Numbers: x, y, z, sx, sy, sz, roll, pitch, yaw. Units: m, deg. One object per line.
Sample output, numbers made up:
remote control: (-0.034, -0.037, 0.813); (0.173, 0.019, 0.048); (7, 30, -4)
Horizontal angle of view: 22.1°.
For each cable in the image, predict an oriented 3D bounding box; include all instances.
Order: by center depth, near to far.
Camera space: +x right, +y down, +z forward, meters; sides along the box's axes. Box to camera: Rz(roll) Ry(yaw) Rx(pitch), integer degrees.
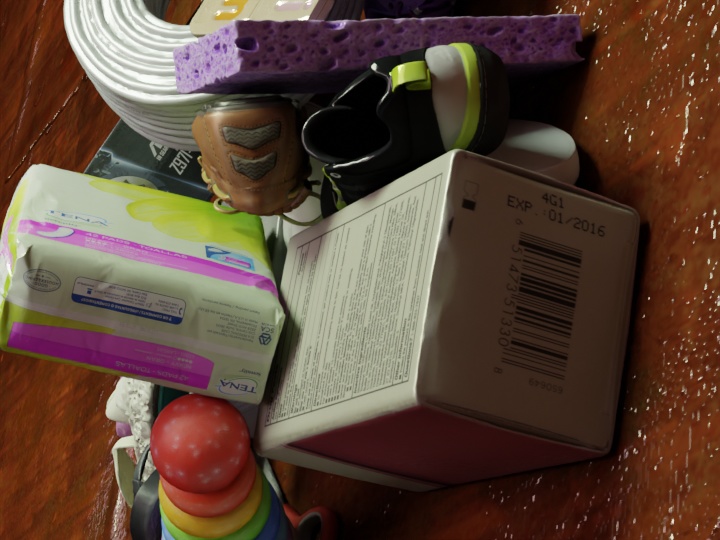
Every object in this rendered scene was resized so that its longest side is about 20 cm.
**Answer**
cable: (-0.094, -0.178, 1.195); (0.200, 0.069, 0.200); (-24, 59, 6)

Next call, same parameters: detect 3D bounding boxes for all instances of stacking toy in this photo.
stacking toy: (-0.082, 0.132, 1.050); (0.200, 0.085, 0.085); (87, -173, -61)

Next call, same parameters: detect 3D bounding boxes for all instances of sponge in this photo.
sponge: (0.009, -0.117, 1.009); (0.112, 0.200, 0.030); (174, 92, -68)

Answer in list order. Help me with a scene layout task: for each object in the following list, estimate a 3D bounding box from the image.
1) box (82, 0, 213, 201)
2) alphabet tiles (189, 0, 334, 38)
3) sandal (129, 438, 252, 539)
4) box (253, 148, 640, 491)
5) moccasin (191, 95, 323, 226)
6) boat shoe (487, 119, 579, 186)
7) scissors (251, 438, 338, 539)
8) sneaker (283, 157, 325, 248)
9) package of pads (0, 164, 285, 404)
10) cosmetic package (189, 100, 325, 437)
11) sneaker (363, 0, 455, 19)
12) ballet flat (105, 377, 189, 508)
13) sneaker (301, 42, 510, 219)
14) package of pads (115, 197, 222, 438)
box: (-0.118, -0.115, 1.344); (0.200, 0.086, 0.164); (-54, 7, 8)
alphabet tiles: (-0.024, -0.214, 1.105); (0.196, 0.015, 0.200); (4, 57, 42)
sandal: (-0.116, 0.132, 1.214); (0.200, 0.043, 0.076); (-49, -30, -70)
box: (0.039, 0.034, 0.939); (0.200, 0.109, 0.128); (-25, 53, 63)
moccasin: (-0.057, -0.061, 1.057); (0.201, 0.074, 0.078); (-150, 55, -80)
boat shoe: (0.062, -0.050, 1.026); (0.200, 0.069, 0.057); (21, 128, 63)
scissors: (-0.056, 0.165, 1.199); (0.200, 0.014, 0.073); (31, 103, 67)
sneaker: (0.000, 0.000, 1.097); (0.088, 0.075, 0.200); (119, 149, -61)
package of pads: (-0.130, 0.004, 1.044); (0.200, 0.154, 0.068); (-112, 36, -73)
cosmetic package: (-0.044, 0.004, 1.195); (0.107, 0.090, 0.200); (-33, 42, 53)
sneaker: (0.052, -0.193, 1.157); (0.200, 0.081, 0.083); (146, 124, -71)
ballet flat: (-0.144, 0.116, 1.269); (0.072, 0.072, 0.200); (-116, 20, -60)
sneaker: (0.003, -0.072, 0.958); (0.200, 0.083, 0.072); (139, 128, -61)
package of pads: (-0.109, 0.036, 1.338); (0.200, 0.076, 0.121); (-49, 31, 45)
